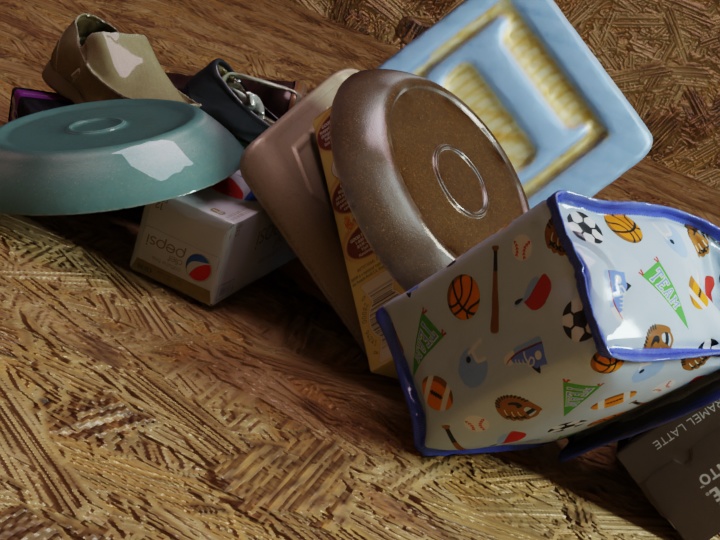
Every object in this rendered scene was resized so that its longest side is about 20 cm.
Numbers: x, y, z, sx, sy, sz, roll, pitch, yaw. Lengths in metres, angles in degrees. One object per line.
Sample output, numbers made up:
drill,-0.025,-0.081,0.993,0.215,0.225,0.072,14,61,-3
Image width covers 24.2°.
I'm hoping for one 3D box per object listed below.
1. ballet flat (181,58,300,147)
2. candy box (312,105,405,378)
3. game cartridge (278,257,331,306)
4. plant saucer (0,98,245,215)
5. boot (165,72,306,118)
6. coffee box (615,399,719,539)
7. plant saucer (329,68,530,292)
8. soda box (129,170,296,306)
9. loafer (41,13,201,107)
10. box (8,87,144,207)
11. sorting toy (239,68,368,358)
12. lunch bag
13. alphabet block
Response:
ballet flat,-0.057,-0.111,1.394,0.200,0.073,0.073,34,14,6
candy box,0.041,-0.019,1.161,0.115,0.055,0.200,18,51,-46
game cartridge,0.000,0.000,1.336,0.176,0.032,0.200,10,21,-46
plant saucer,-0.178,-0.084,1.145,0.200,0.036,0.200,-4,19,1
boot,-0.145,-0.154,1.571,0.166,0.072,0.200,12,-4,-15
coffee box,0.242,0.098,1.122,0.080,0.114,0.200,52,15,0
plant saucer,0.058,-0.054,1.132,0.200,0.032,0.200,33,41,-34
soda box,-0.083,-0.039,1.195,0.068,0.064,0.200,23,21,15
loafer,-0.191,-0.153,1.331,0.076,0.068,0.200,-3,23,-41
box,-0.191,-0.096,1.325,0.143,0.036,0.200,5,18,-23
sorting toy,0.001,-0.040,1.211,0.185,0.036,0.200,55,31,-8
lunch bag,0.144,0.042,1.025,0.200,0.170,0.124,2,66,-43
alphabet block,0.107,-0.121,1.435,0.195,0.196,0.200,55,1,-1
